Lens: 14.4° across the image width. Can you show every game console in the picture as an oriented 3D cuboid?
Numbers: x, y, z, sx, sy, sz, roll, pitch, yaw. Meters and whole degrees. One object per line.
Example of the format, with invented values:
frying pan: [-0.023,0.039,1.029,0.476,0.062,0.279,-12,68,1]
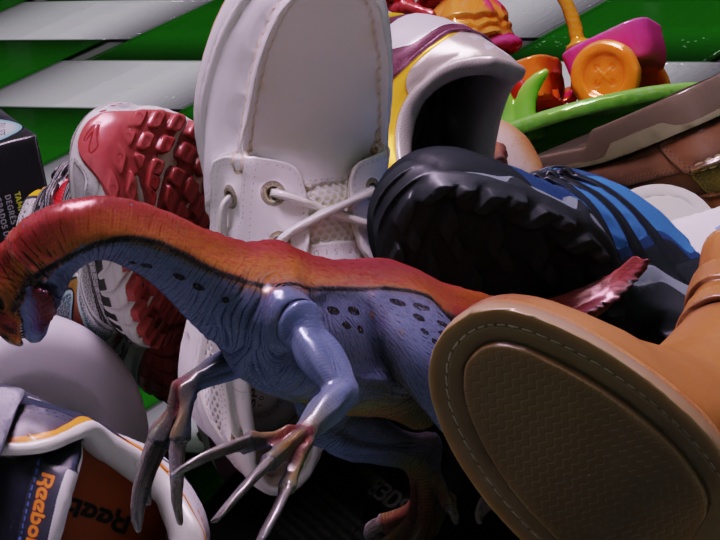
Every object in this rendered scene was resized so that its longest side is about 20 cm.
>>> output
game console: [0.048,0.106,0.986,0.176,0.116,0.200,-46,25,-7]

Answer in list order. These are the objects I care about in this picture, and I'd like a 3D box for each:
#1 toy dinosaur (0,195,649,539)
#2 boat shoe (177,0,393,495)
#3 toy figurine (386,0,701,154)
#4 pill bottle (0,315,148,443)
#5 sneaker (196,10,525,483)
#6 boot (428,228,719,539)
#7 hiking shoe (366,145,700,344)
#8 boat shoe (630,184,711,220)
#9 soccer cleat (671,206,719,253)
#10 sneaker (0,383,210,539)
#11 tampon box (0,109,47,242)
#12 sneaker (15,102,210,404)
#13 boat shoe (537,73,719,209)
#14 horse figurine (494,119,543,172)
toy dinosaur: [-0.026,0.019,0.877,0.105,0.182,0.200,-18,34,42]
boat shoe: [-0.017,-0.013,0.964,0.071,0.200,0.069,-6,33,-20]
toy figurine: [0.066,-0.140,1.390,0.200,0.184,0.150,-17,-10,20]
pill bottle: [-0.177,0.056,1.119,0.111,0.111,0.200,-22,21,-30]
sneaker: [0.000,0.000,1.074,0.075,0.200,0.090,11,5,-44]
boot: [0.113,0.030,0.889,0.200,0.077,0.155,28,40,-14]
hiking shoe: [0.061,-0.002,0.999,0.074,0.200,0.087,-46,49,15]
boat shoe: [0.059,0.029,1.176,0.200,0.073,0.062,-24,-22,-17]
soccer cleat: [0.147,0.005,1.140,0.200,0.070,0.086,-4,34,-5]
sneaker: [-0.142,0.069,0.959,0.200,0.079,0.079,13,3,-22]
tampon box: [-0.243,0.006,1.280,0.200,0.126,0.150,-17,20,-18]
sneaker: [-0.099,-0.007,1.085,0.082,0.200,0.078,22,67,6]
boat shoe: [0.116,-0.032,1.281,0.072,0.068,0.200,-25,1,-21]
horse figurine: [0.031,-0.024,1.210,0.132,0.050,0.200,-38,-11,22]
